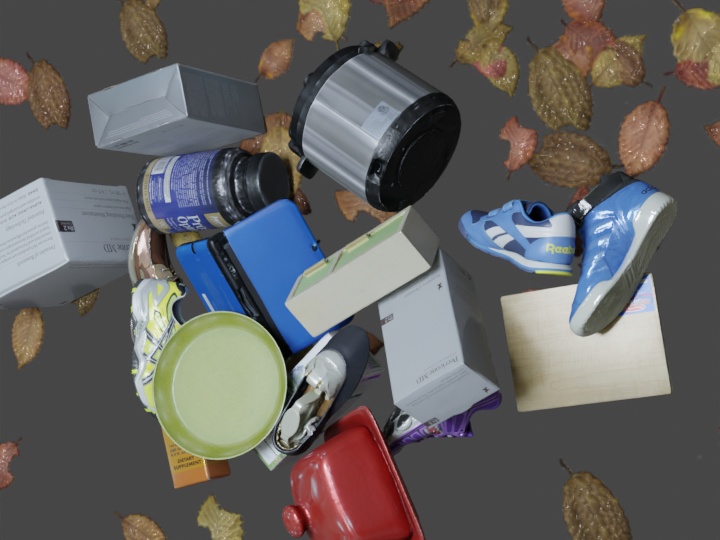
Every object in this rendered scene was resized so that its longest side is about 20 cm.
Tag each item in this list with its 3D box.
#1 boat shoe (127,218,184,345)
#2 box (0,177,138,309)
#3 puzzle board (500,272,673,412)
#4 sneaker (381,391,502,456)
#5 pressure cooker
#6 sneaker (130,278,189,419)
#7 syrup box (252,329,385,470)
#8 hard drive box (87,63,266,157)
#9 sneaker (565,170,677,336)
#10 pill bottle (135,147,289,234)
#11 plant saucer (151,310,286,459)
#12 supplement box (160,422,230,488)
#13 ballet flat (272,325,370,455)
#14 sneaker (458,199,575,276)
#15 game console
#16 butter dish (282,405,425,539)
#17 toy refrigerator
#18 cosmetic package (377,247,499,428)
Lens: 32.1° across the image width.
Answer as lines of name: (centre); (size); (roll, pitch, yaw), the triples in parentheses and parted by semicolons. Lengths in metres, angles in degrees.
boat shoe: (-0.292, 0.020, 1.833); (0.072, 0.076, 0.200); (3, 100, 23)
box: (-0.455, -0.035, 1.840); (0.200, 0.199, 0.131); (-24, 80, 24)
puzzle board: (0.282, 0.092, 1.570); (0.200, 0.017, 0.151); (-11, 84, 26)
sneaker: (0.100, 0.199, 1.630); (0.200, 0.081, 0.083); (-36, 104, 33)
pressure cooker: (0.009, -0.194, 1.614); (0.200, 0.176, 0.179); (36, 139, 25)
sneaker: (-0.275, 0.110, 1.752); (0.076, 0.075, 0.200); (-4, 92, 9)
syrup box: (-0.067, 0.176, 1.709); (0.200, 0.081, 0.079); (-47, 74, 17)
hard drive box: (-0.252, -0.216, 1.737); (0.156, 0.200, 0.077); (-14, 83, 25)
sneaker: (0.289, -0.025, 1.525); (0.111, 0.077, 0.200); (38, 107, 35)
pill bottle: (-0.206, -0.114, 1.763); (0.200, 0.112, 0.112); (-5, 88, 27)
plant saucer: (-0.187, 0.156, 1.695); (0.200, 0.031, 0.200); (-3, 80, 19)
supplement box: (-0.250, 0.209, 1.811); (0.067, 0.069, 0.200); (-18, 79, 23)
ballet flat: (-0.055, 0.160, 1.621); (0.073, 0.073, 0.200); (38, 106, 22)
sneaker: (0.198, -0.053, 1.549); (0.200, 0.074, 0.082); (27, 112, 53)
game console: (-0.134, 0.018, 1.740); (0.171, 0.118, 0.200); (-9, 113, 55)
butter dish: (-0.031, 0.301, 1.619); (0.200, 0.148, 0.199); (66, 155, 10)
toy refrigerator: (0.000, 0.000, 1.622); (0.200, 0.076, 0.070); (-32, 108, 29)
cosmetic package: (0.094, 0.085, 1.576); (0.113, 0.081, 0.200); (-34, 38, 22)
